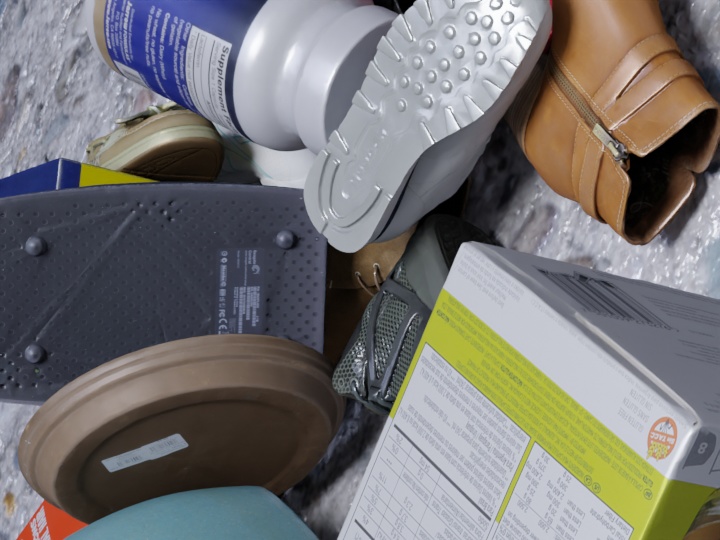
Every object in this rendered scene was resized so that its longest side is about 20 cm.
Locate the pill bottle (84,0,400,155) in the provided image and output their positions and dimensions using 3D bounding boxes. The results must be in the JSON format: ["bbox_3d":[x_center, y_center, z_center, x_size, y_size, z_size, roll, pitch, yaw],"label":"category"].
[{"bbox_3d":[-0.061,-0.139,1.531,0.200,0.116,0.116,28,102,34],"label":"pill bottle"}]

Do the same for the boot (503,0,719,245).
[{"bbox_3d":[0.144,-0.126,1.364,0.200,0.077,0.155,-65,33,21],"label":"boot"}]

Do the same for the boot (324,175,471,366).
[{"bbox_3d":[0.000,0.000,1.548,0.075,0.074,0.200,42,111,44],"label":"boot"}]

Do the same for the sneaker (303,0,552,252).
[{"bbox_3d":[0.047,-0.092,1.424,0.200,0.080,0.076,-48,64,35],"label":"sneaker"}]

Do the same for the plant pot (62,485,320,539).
[{"bbox_3d":[-0.079,0.206,1.505,0.135,0.200,0.200,-41,32,-12],"label":"plant pot"}]

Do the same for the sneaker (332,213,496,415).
[{"bbox_3d":[0.045,0.073,1.446,0.114,0.076,0.200,-52,37,34],"label":"sneaker"}]

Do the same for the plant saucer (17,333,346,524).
[{"bbox_3d":[-0.103,0.103,1.513,0.200,0.200,0.029,-44,49,39],"label":"plant saucer"}]

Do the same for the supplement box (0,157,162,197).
[{"bbox_3d":[-0.134,0.009,1.618,0.109,0.200,0.110,-14,68,54],"label":"supplement box"}]

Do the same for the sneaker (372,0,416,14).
[{"bbox_3d":[0.005,-0.164,1.574,0.088,0.076,0.200,61,143,36],"label":"sneaker"}]

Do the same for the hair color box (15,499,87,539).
[{"bbox_3d":[-0.137,0.155,1.650,0.200,0.111,0.064,-53,40,30],"label":"hair color box"}]

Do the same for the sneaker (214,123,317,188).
[{"bbox_3d":[-0.074,-0.093,1.664,0.200,0.070,0.080,8,126,52],"label":"sneaker"}]

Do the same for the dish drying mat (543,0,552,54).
[{"bbox_3d":[0.075,-0.181,1.545,0.077,0.018,0.200,-62,35,22],"label":"dish drying mat"}]

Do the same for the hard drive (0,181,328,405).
[{"bbox_3d":[-0.120,0.011,1.500,0.042,0.200,0.135,-136,46,-69],"label":"hard drive"}]

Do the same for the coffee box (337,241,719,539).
[{"bbox_3d":[0.134,0.128,1.177,0.200,0.200,0.198,40,113,53],"label":"coffee box"}]

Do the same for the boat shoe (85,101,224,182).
[{"bbox_3d":[-0.143,-0.077,1.649,0.200,0.073,0.063,154,116,-62],"label":"boat shoe"}]
